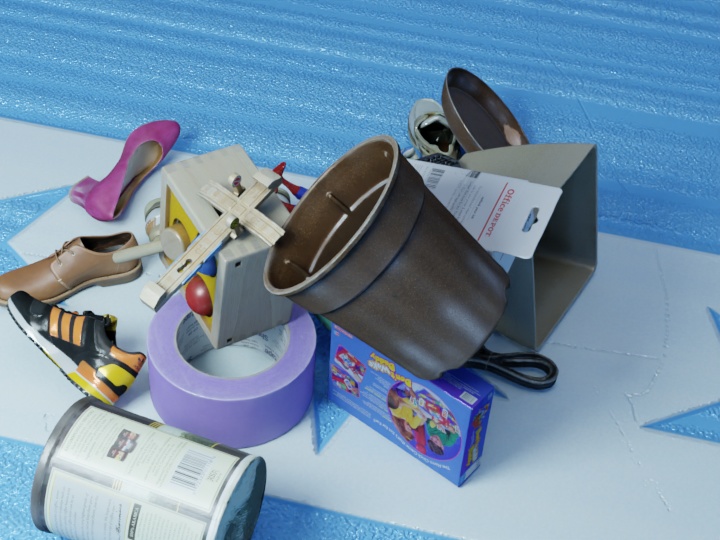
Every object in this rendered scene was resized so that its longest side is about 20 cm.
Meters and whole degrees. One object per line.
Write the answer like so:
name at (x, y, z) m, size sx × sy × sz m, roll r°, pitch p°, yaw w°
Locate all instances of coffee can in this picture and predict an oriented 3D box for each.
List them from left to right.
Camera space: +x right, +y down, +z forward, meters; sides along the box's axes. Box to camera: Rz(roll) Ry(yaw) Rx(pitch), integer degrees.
coffee can at (-0.215, 0.230, 1.276) m, size 0.199 × 0.147 × 0.147 m, roll 17°, pitch 43°, yaw 13°

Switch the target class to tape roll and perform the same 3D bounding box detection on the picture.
tape roll at (-0.152, 0.107, 1.465) m, size 0.198 × 0.085 × 0.201 m, roll 2°, pitch 43°, yaw -2°

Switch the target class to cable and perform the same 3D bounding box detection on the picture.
cable at (0.144, 0.098, 1.527) m, size 0.199 × 0.051 × 0.097 m, roll 24°, pitch 46°, yaw 21°

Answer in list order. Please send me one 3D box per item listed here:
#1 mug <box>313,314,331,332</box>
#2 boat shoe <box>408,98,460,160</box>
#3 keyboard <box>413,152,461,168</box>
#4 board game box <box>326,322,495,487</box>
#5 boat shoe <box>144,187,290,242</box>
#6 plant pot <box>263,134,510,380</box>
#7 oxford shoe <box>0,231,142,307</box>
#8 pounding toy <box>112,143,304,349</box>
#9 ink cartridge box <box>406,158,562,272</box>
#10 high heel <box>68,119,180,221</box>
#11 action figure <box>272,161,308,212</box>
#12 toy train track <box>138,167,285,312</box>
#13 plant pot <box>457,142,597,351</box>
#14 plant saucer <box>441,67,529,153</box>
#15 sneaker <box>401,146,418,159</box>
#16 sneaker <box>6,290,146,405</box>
mug at (-0.007, 0.005, 1.544) m, size 0.152 × 0.185 × 0.114 m, roll -42°, pitch 74°, yaw -16°
boat shoe at (0.114, -0.202, 1.830) m, size 0.074 × 0.069 × 0.201 m, roll -9°, pitch 42°, yaw -6°
keyboard at (0.023, -0.119, 1.599) m, size 0.199 × 0.021 × 0.127 m, roll -20°, pitch 21°, yaw -24°
board game box at (0.052, 0.140, 1.411) m, size 0.199 × 0.135 × 0.045 m, roll 31°, pitch 48°, yaw 26°
boat shoe at (-0.189, -0.064, 1.666) m, size 0.198 × 0.075 × 0.069 m, roll -9°, pitch 49°, yaw -5°
plant pot at (0.038, -0.001, 1.285) m, size 0.198 × 0.200 × 0.201 m, roll 39°, pitch 37°, yaw -22°
oxford shoe at (-0.379, -0.009, 1.583) m, size 0.199 × 0.072 × 0.071 m, roll -19°, pitch 48°, yaw -22°
pounding toy at (-0.182, -0.027, 1.432) m, size 0.141 × 0.185 × 0.200 m, roll -20°, pitch 56°, yaw -26°
ink cartridge box at (0.122, -0.051, 1.414) m, size 0.199 × 0.068 × 0.116 m, roll 13°, pitch 54°, yaw 25°
high heel at (-0.307, -0.140, 1.728) m, size 0.096 × 0.068 × 0.200 m, roll 26°, pitch 50°, yaw 36°
action figure at (-0.036, -0.067, 1.634) m, size 0.199 × 0.052 × 0.066 m, roll 34°, pitch 49°, yaw -28°
toy train track at (-0.158, -0.039, 1.302) m, size 0.114 × 0.033 × 0.200 m, roll 34°, pitch 70°, yaw 25°
plant pot at (0.188, -0.049, 1.605) m, size 0.176 × 0.201 × 0.200 m, roll 15°, pitch 41°, yaw 29°
plant saucer at (0.182, -0.207, 1.812) m, size 0.200 × 0.034 × 0.201 m, roll 38°, pitch 31°, yaw -28°
sneaker at (0.068, -0.103, 1.711) m, size 0.077 × 0.076 × 0.201 m, roll -29°, pitch 48°, yaw 4°
sneaker at (-0.334, 0.076, 1.471) m, size 0.090 × 0.070 × 0.200 m, roll -45°, pitch 64°, yaw -10°
